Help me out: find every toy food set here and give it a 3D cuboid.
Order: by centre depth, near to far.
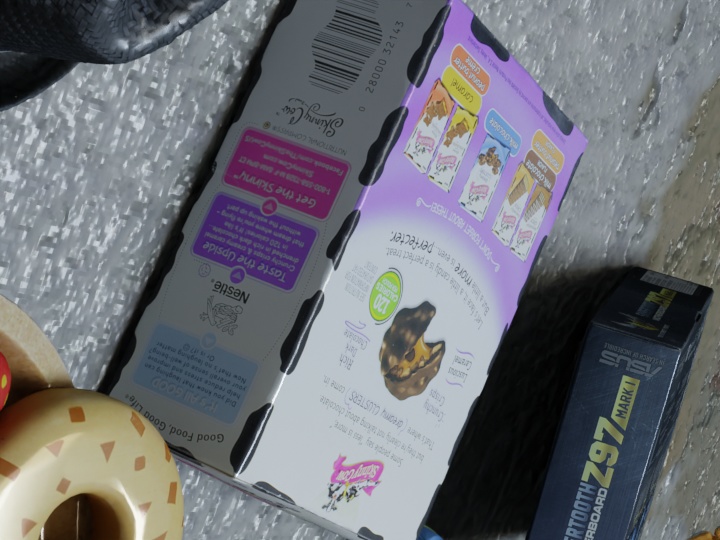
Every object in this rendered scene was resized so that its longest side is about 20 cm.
[{"bbox_3d":[-0.144,0.101,0.715,0.198,0.049,0.200,-62,141,-25],"label":"toy food set"}]

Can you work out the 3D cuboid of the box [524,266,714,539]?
[{"bbox_3d":[0.130,0.090,1.154,0.200,0.051,0.158,-31,136,-74],"label":"box"}]

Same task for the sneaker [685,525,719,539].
[{"bbox_3d":[0.167,0.207,1.227,0.199,0.077,0.078,-26,129,-4],"label":"sneaker"}]

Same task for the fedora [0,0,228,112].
[{"bbox_3d":[-0.072,-0.132,0.671,0.200,0.091,0.201,-37,138,-43],"label":"fedora"}]

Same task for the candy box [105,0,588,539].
[{"bbox_3d":[0.000,0.000,0.906,0.201,0.071,0.168,-66,151,-7],"label":"candy box"}]

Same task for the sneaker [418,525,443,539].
[{"bbox_3d":[0.030,0.201,1.108,0.083,0.071,0.200,-39,142,-17],"label":"sneaker"}]
